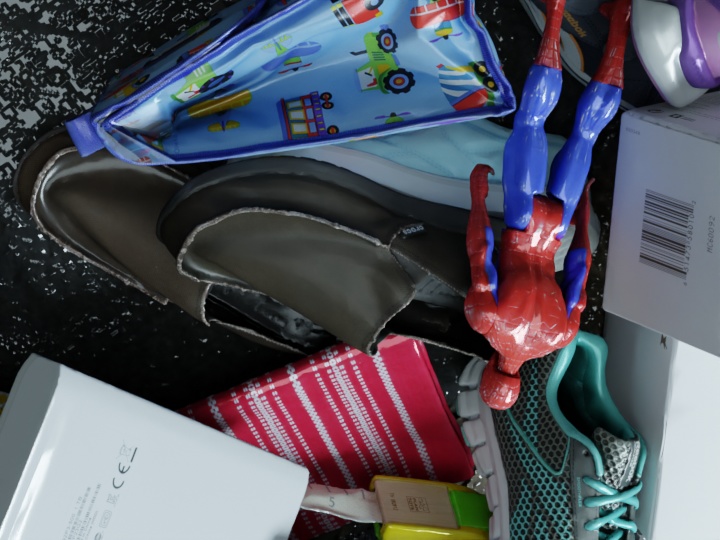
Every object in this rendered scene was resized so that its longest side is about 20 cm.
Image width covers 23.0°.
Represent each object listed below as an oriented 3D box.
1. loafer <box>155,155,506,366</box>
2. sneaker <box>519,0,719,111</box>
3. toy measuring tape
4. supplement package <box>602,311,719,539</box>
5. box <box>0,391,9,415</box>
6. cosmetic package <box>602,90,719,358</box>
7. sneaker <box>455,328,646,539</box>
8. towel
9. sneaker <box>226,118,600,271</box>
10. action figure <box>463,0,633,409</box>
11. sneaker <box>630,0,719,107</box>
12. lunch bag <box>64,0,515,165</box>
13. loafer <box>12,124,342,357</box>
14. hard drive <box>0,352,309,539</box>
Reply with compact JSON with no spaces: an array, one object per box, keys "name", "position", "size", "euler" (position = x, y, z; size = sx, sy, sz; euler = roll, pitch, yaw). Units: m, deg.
[{"name":"loafer","position":[0.000,0.000,0.852],"size":[0.198,0.072,0.073],"euler":[9,142,-15]},{"name":"sneaker","position":[0.122,-0.149,0.888],"size":[0.200,0.079,0.079],"euler":[41,78,-19]},{"name":"toy measuring tape","position":[0.009,0.146,0.947],"size":[0.198,0.074,0.074],"euler":[9,106,-19]},{"name":"supplement package","position":[0.238,0.068,0.957],"size":[0.198,0.120,0.122],"euler":[2,108,-10]},{"name":"box","position":[-0.211,0.119,0.860],"size":[0.199,0.112,0.102],"euler":[13,107,25]},{"name":"cosmetic package","position":[0.219,-0.037,0.893],"size":[0.199,0.085,0.108],"euler":[-16,117,-38]},{"name":"sneaker","position":[0.111,0.118,0.906],"size":[0.077,0.201,0.091],"euler":[1,153,-38]},{"name":"towel","position":[-0.043,0.106,0.942],"size":[0.199,0.023,0.145],"euler":[-23,138,-1]},{"name":"sneaker","position":[0.025,-0.050,0.916],"size":[0.198,0.082,0.074],"euler":[10,141,-18]},{"name":"action figure","position":[0.085,-0.033,0.839],"size":[0.065,0.052,0.202],"euler":[14,85,-21]},{"name":"sneaker","position":[0.193,-0.169,0.850],"size":[0.088,0.201,0.080],"euler":[-6,145,34]},{"name":"lunch bag","position":[-0.043,-0.094,0.846],"size":[0.199,0.151,0.095],"euler":[-21,105,-2]},{"name":"loafer","position":[-0.082,-0.014,0.907],"size":[0.199,0.071,0.073],"euler":[24,102,-15]},{"name":"hard drive","position":[-0.104,0.128,0.801],"size":[0.200,0.026,0.133],"euler":[32,76,-55]}]
